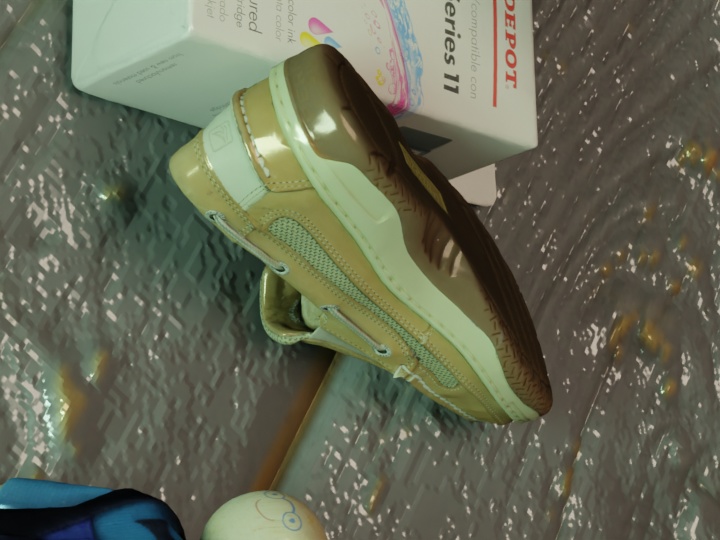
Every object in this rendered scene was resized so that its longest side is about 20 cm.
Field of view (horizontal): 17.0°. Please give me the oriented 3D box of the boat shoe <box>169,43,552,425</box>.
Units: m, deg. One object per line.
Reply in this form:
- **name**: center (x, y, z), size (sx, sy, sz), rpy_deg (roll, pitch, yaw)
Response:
- **boat shoe**: center (0.000, 0.000, 0.817), size (0.200, 0.076, 0.072), rpy_deg (51, 17, -46)

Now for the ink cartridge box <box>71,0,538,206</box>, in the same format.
- **ink cartridge box**: center (-0.002, -0.101, 0.842), size (0.199, 0.067, 0.118), rpy_deg (14, 67, -41)

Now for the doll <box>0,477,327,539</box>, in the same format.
- **doll**: center (-0.095, 0.092, 0.661), size (0.199, 0.136, 0.049), rpy_deg (-3, 116, -34)
